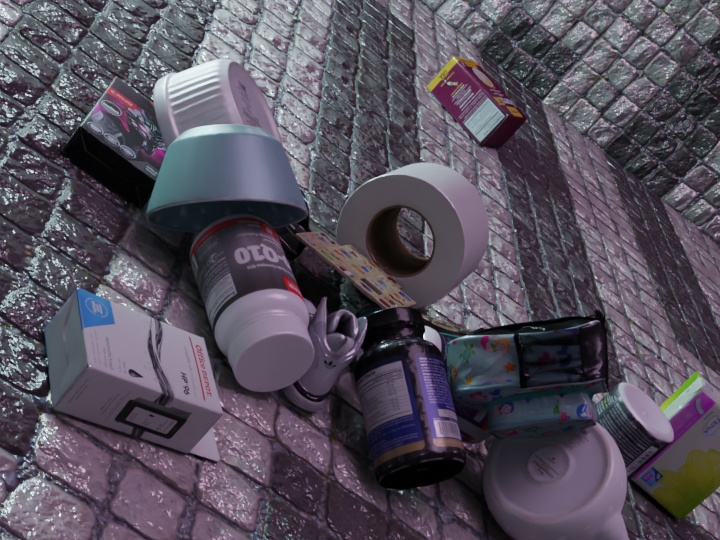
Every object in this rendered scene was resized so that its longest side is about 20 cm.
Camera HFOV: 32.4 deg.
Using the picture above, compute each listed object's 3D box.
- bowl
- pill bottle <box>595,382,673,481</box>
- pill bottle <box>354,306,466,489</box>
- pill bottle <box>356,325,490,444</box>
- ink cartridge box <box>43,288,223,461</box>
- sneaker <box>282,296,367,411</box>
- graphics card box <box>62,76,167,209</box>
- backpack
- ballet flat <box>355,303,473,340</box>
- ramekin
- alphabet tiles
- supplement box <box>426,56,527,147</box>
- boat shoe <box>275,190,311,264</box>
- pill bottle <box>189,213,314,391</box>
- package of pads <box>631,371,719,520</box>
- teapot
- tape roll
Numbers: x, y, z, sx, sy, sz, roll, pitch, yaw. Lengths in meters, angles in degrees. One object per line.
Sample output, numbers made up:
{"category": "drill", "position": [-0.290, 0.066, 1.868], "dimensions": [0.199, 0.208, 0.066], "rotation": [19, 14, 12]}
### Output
{"category": "bowl", "position": [-0.166, -0.115, 1.529], "dimensions": [0.200, 0.200, 0.106], "rotation": [8, 76, -54]}
{"category": "pill bottle", "position": [0.326, 0.256, 1.709], "dimensions": [0.106, 0.200, 0.106], "rotation": [35, 25, -18]}
{"category": "pill bottle", "position": [0.054, 0.152, 1.493], "dimensions": [0.112, 0.112, 0.201], "rotation": [17, 53, -46]}
{"category": "pill bottle", "position": [0.096, 0.142, 1.648], "dimensions": [0.199, 0.111, 0.112], "rotation": [32, 25, -26]}
{"category": "ink cartridge box", "position": [-0.213, 0.109, 1.256], "dimensions": [0.199, 0.068, 0.116], "rotation": [26, 28, -36]}
{"category": "sneaker", "position": [-0.047, 0.074, 1.525], "dimensions": [0.075, 0.115, 0.200], "rotation": [28, 27, -21]}
{"category": "graphics card box", "position": [-0.304, -0.171, 1.624], "dimensions": [0.125, 0.051, 0.200], "rotation": [38, 24, -14]}
{"category": "backpack", "position": [0.205, 0.132, 1.535], "dimensions": [0.178, 0.199, 0.152], "rotation": [43, 47, -73]}
{"category": "ballet flat", "position": [0.088, 0.090, 1.748], "dimensions": [0.199, 0.068, 0.075], "rotation": [16, 13, -1]}
{"category": "ramekin", "position": [-0.186, -0.192, 1.690], "dimensions": [0.201, 0.105, 0.201], "rotation": [59, 17, -30]}
{"category": "alphabet tiles", "position": [0.000, 0.000, 1.711], "dimensions": [0.167, 0.008, 0.200], "rotation": [39, 10, 9]}
{"category": "supplement box", "position": [0.272, -0.392, 2.895], "dimensions": [0.200, 0.103, 0.131], "rotation": [50, 23, 16]}
{"category": "boat shoe", "position": [-0.094, -0.078, 1.787], "dimensions": [0.072, 0.068, 0.200], "rotation": [34, 22, -15]}
{"category": "pill bottle", "position": [-0.126, 0.037, 1.465], "dimensions": [0.114, 0.114, 0.201], "rotation": [23, 30, -40]}
{"category": "package of pads", "position": [0.529, 0.286, 1.989], "dimensions": [0.154, 0.200, 0.068], "rotation": [39, 18, -8]}
{"category": "teapot", "position": [0.255, 0.287, 1.610], "dimensions": [0.146, 0.196, 0.201], "rotation": [64, 23, -46]}
{"category": "tape roll", "position": [0.080, -0.054, 1.853], "dimensions": [0.203, 0.203, 0.139], "rotation": [45, 23, 6]}
